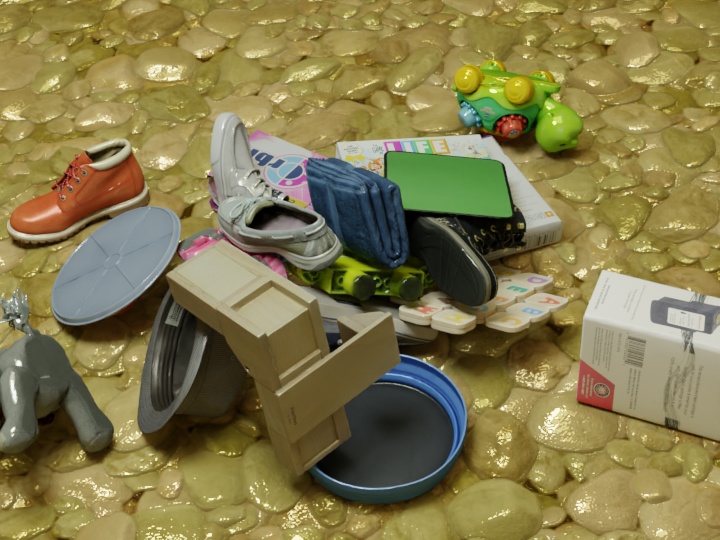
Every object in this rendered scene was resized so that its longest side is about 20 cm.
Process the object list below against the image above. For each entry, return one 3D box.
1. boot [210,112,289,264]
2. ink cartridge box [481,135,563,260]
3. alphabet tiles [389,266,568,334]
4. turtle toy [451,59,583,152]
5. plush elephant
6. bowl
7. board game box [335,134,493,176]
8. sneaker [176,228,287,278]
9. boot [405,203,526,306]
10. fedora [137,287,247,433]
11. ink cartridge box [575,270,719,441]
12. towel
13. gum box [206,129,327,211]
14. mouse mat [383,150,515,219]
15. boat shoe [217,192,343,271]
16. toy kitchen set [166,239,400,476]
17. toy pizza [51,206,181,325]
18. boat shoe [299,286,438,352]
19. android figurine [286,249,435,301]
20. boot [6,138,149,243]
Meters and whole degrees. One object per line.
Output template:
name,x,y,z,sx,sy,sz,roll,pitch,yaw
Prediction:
boot,-0.132,-0.103,1.756,0.095,0.202,0.073,2,14,27
ink cartridge box,0.134,-0.087,1.821,0.196,0.047,0.200,-16,42,-17
alphabet tiles,0.142,0.032,1.663,0.195,0.015,0.199,15,25,40
turtle toy,0.218,-0.229,1.921,0.199,0.102,0.146,17,18,21
plush elephant,-0.411,0.143,1.565,0.164,0.154,0.201,-3,65,-60
bowl,0.023,0.180,1.561,0.199,0.040,0.201,-2,44,2
board game box,0.077,-0.120,1.789,0.198,0.034,0.135,-5,42,-12
sneaker,-0.150,0.020,1.695,0.079,0.096,0.200,-26,34,-28
boot,0.147,-0.033,1.649,0.153,0.074,0.204,-8,32,-29
fedora,-0.185,0.102,1.601,0.090,0.177,0.201,17,63,-26
ink cartridge box,0.353,0.099,1.544,0.199,0.145,0.085,15,47,18
towel,-0.009,-0.071,1.656,0.048,0.112,0.200,-20,20,-21
gum box,-0.102,-0.108,1.848,0.199,0.066,0.114,24,49,26
mouse mat,0.108,-0.108,1.709,0.160,0.008,0.200,5,26,-1
boat shoe,-0.103,-0.058,1.644,0.074,0.065,0.201,-39,40,-24
toy kitchen set,-0.077,0.074,1.517,0.163,0.201,0.180,-33,41,-26
toy pizza,-0.307,-0.002,1.745,0.199,0.032,0.201,-23,37,19
boat shoe,-0.008,0.084,1.650,0.199,0.093,0.075,13,15,-20
android figurine,0.000,0.000,1.687,0.181,0.041,0.200,2,12,-19
boot,-0.388,-0.111,1.846,0.199,0.108,0.075,-24,49,-18
